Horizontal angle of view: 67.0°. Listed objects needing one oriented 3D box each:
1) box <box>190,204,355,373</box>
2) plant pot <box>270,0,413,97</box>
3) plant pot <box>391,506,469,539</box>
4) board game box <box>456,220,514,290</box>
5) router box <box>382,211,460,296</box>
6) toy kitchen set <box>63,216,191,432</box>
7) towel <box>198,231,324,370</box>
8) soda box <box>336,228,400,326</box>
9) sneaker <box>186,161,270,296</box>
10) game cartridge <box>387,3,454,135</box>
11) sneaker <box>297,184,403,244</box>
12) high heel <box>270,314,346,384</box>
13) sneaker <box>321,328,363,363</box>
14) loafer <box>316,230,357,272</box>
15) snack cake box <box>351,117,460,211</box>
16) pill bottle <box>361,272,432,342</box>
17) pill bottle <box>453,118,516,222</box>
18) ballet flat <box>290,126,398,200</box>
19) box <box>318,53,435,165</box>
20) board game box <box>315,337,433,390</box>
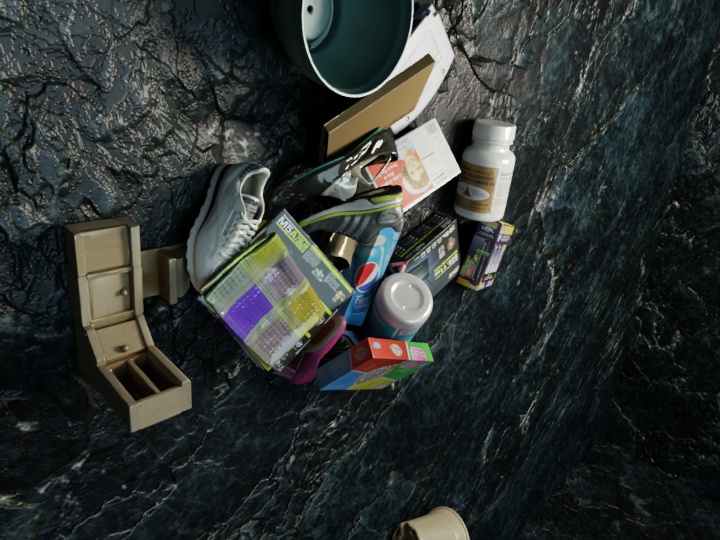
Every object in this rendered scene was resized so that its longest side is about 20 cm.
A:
[{"bbox_3d":[-0.135,0.033,0.881,0.193,0.047,0.200,-48,121,-11],"label":"box"},{"bbox_3d":[-0.041,-0.356,0.750,0.199,0.133,0.203,-25,128,-35],"label":"plant pot"},{"bbox_3d":[0.202,0.838,1.668,0.182,0.200,0.203,16,100,-38],"label":"plant pot"},{"bbox_3d":[0.307,-0.043,1.322,0.199,0.056,0.168,-4,114,-67],"label":"board game box"},{"bbox_3d":[0.135,-0.011,1.191,0.199,0.062,0.151,-39,137,-26],"label":"router box"},{"bbox_3d":[-0.262,0.050,0.705,0.162,0.179,0.203,-16,122,-42],"label":"toy kitchen set"},{"bbox_3d":[-0.136,0.051,0.814,0.143,0.023,0.201,-41,136,-16],"label":"towel"},{"bbox_3d":[0.000,0.000,1.047,0.064,0.067,0.203,15,100,-50],"label":"soda box"},{"bbox_3d":[-0.184,-0.058,0.769,0.076,0.079,0.203,20,79,-58],"label":"sneaker"},{"bbox_3d":[0.089,-0.351,0.972,0.201,0.040,0.133,-53,136,-11],"label":"game cartridge"},{"bbox_3d":[-0.018,-0.079,0.905,0.074,0.197,0.082,-70,146,-67],"label":"sneaker"},{"bbox_3d":[-0.074,0.145,0.993,0.095,0.068,0.199,25,134,-38],"label":"high heel"},{"bbox_3d":[-0.053,0.144,1.068,0.083,0.070,0.199,-54,139,-6],"label":"sneaker"},{"bbox_3d":[-0.040,-0.038,0.982,0.202,0.067,0.076,-58,140,-5],"label":"loafer"},{"bbox_3d":[0.080,-0.181,0.994,0.199,0.067,0.116,-35,103,-30],"label":"snack cake box"},{"bbox_3d":[0.065,0.098,1.100,0.110,0.111,0.201,-33,164,-30],"label":"pill bottle"},{"bbox_3d":[0.275,-0.219,1.185,0.113,0.114,0.203,-17,123,-41],"label":"pill bottle"},{"bbox_3d":[-0.015,-0.158,0.865,0.199,0.068,0.069,-35,93,-20],"label":"ballet flat"},{"bbox_3d":[0.020,-0.244,0.857,0.199,0.021,0.164,-36,176,-10],"label":"box"},{"bbox_3d":[0.029,0.189,1.078,0.152,0.041,0.199,-36,150,31],"label":"board game box"}]
